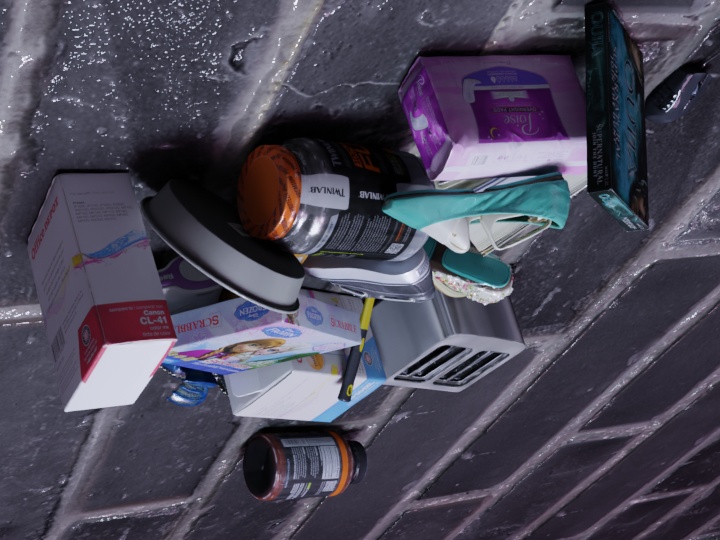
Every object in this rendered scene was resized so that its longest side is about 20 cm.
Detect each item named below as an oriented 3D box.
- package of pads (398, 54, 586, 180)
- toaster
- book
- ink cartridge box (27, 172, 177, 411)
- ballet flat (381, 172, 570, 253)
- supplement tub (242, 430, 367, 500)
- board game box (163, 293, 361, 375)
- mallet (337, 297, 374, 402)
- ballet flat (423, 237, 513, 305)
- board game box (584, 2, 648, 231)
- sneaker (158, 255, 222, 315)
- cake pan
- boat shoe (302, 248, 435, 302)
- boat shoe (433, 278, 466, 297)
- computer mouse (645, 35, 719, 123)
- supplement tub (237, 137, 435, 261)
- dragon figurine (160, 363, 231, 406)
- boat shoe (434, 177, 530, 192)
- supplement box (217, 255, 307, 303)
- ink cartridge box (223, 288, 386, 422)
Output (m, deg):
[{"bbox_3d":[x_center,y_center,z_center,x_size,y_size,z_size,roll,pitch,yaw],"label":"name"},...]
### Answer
[{"bbox_3d":[0.148,-0.158,1.435,0.197,0.122,0.076,-5,152,-27],"label":"package of pads"},{"bbox_3d":[0.111,0.078,1.884,0.179,0.120,0.199,10,143,-46],"label":"toaster"},{"bbox_3d":[0.222,-0.108,1.616,0.199,0.048,0.134,-34,-172,30],"label":"book"},{"bbox_3d":[-0.270,0.021,1.419,0.085,0.202,0.148,-2,151,-31],"label":"ink cartridge box"},{"bbox_3d":[0.123,-0.055,1.427,0.197,0.072,0.067,-7,172,-3],"label":"ballet flat"},{"bbox_3d":[-0.085,0.314,2.237,0.198,0.108,0.107,4,147,-39],"label":"supplement tub"},{"bbox_3d":[-0.128,0.075,1.611,0.197,0.042,0.199,-15,164,24],"label":"board game box"},{"bbox_3d":[0.011,0.067,1.750,0.065,0.203,0.041,2,-169,-46],"label":"mallet"},{"bbox_3d":[0.087,-0.014,1.641,0.198,0.076,0.064,30,151,2],"label":"ballet flat"},{"bbox_3d":[0.266,-0.156,1.432,0.028,0.203,0.135,-6,162,27],"label":"board game box"},{"bbox_3d":[-0.252,0.039,1.598,0.197,0.076,0.100,-5,144,-21],"label":"sneaker"},{"bbox_3d":[-0.137,-0.029,1.440,0.037,0.200,0.199,-54,145,11],"label":"cake pan"},{"bbox_3d":[0.000,0.000,1.609,0.198,0.072,0.068,7,136,33],"label":"boat shoe"},{"bbox_3d":[0.110,-0.018,1.744,0.064,0.074,0.199,-26,154,28],"label":"boat shoe"},{"bbox_3d":[0.398,-0.227,1.569,0.058,0.034,0.200,3,146,-36],"label":"computer mouse"},{"bbox_3d":[-0.025,-0.076,1.481,0.198,0.124,0.122,3,147,-39],"label":"supplement tub"},{"bbox_3d":[-0.221,0.137,1.800,0.198,0.101,0.059,2,148,-36],"label":"dragon figurine"},{"bbox_3d":[0.158,-0.121,1.577,0.199,0.063,0.072,-33,-172,-8],"label":"boat shoe"},{"bbox_3d":[-0.126,0.000,1.632,0.068,0.067,0.200,0,148,-30],"label":"supplement box"},{"bbox_3d":[-0.088,0.109,1.800,0.198,0.130,0.125,10,143,-46],"label":"ink cartridge box"}]
